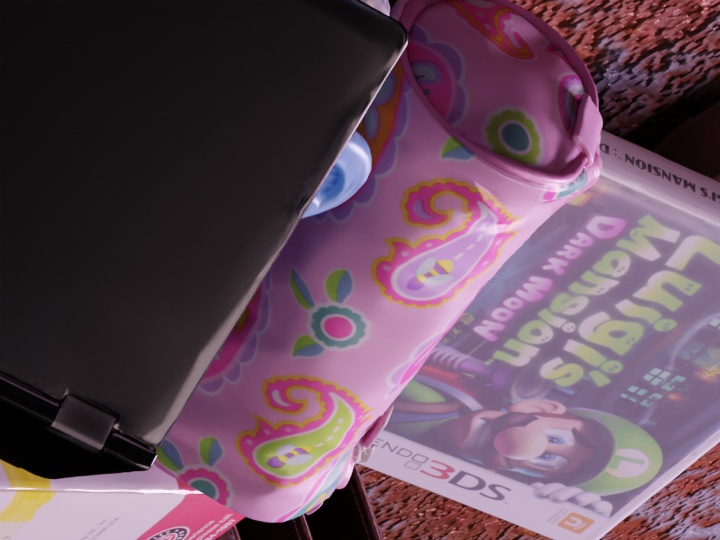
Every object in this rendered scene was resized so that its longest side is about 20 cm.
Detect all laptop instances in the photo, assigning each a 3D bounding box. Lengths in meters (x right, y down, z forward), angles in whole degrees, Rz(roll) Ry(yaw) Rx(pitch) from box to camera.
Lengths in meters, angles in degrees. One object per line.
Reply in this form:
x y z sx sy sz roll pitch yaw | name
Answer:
-0.118 -0.038 0.754 0.187 0.116 0.200 28 167 -12 | laptop

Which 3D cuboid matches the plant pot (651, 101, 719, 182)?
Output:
0.196 -0.006 1.118 0.200 0.093 0.201 -17 155 -8 | plant pot

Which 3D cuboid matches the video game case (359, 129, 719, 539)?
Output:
0.062 0.023 1.060 0.181 0.023 0.200 22 138 -22 | video game case

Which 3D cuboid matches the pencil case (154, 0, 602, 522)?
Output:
0.000 0.000 0.950 0.087 0.088 0.200 -1 142 -38 | pencil case

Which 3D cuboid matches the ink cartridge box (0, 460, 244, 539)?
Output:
-0.155 0.074 1.005 0.199 0.084 0.145 6 146 -47 | ink cartridge box

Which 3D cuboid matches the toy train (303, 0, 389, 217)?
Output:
-0.085 -0.038 0.830 0.200 0.087 0.114 -33 145 31 | toy train

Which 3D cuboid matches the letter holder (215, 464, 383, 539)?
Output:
-0.086 0.163 1.181 0.200 0.143 0.100 -35 153 29 | letter holder
